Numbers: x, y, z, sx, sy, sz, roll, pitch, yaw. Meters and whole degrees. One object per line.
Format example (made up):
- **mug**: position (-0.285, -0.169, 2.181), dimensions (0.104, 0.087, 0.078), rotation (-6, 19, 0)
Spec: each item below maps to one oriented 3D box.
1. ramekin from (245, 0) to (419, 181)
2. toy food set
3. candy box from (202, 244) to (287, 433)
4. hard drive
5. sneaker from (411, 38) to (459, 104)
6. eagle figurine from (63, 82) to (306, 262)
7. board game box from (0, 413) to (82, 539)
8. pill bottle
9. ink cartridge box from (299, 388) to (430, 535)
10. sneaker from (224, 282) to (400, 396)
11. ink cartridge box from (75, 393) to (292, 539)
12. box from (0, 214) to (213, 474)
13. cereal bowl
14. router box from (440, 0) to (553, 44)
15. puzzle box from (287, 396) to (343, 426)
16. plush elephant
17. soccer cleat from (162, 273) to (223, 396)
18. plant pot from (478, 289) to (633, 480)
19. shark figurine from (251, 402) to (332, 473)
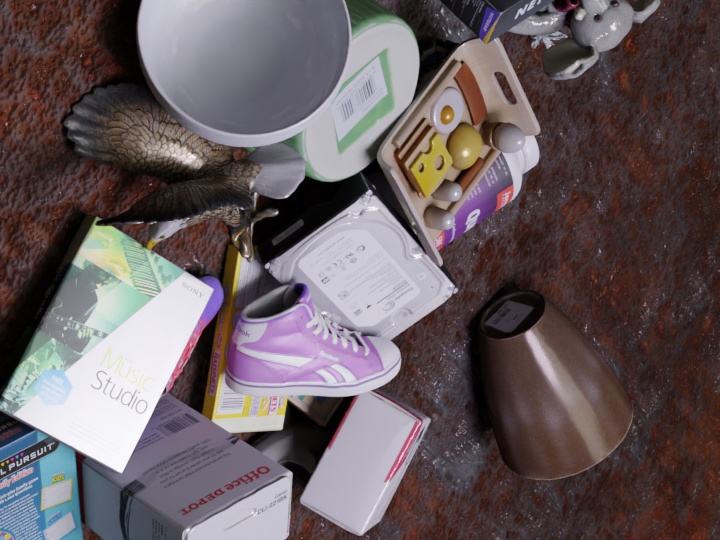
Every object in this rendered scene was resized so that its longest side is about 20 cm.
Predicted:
- **ramekin**: position (-0.031, -0.187, 1.701), dimensions (0.199, 0.097, 0.201), rotation (-36, 144, -32)
- **toy food set**: position (0.106, -0.125, 1.773), dimensions (0.201, 0.060, 0.144), rotation (-53, 135, -24)
- **candy box**: position (-0.111, 0.073, 1.813), dimensions (0.102, 0.026, 0.202), rotation (0, 104, -45)
- **hard drive**: position (0.000, 0.000, 1.805), dimensions (0.139, 0.038, 0.200), rotation (-34, 135, 9)
- **sneaker**: position (0.049, -0.169, 1.851), dimensions (0.199, 0.078, 0.090), rotation (-36, 133, -32)
- **eagle figurine**: position (-0.162, -0.079, 1.577), dimensions (0.200, 0.151, 0.152), rotation (34, 72, -52)
- **board game box**: position (-0.342, 0.239, 1.638), dimensions (0.150, 0.047, 0.202), rotation (-27, 129, -39)
- **pill bottle**: position (0.101, -0.099, 1.901), dimensions (0.199, 0.112, 0.113), rotation (-33, 135, -20)
- **ink cartridge box**: position (0.009, 0.214, 1.950), dimensions (0.149, 0.085, 0.200), rotation (-63, 172, 0)
- **sneaker**: position (-0.038, 0.068, 1.776), dimensions (0.199, 0.073, 0.115), rotation (-4, 120, -29)
- **ink cartridge box**: position (-0.184, 0.217, 1.689), dimensions (0.144, 0.199, 0.085), rotation (-24, 128, -40)
- **box**: position (-0.242, 0.070, 1.607), dimensions (0.144, 0.036, 0.202), rotation (32, 75, -28)
- **cereal bowl**: position (-0.108, -0.204, 1.569), dimensions (0.201, 0.199, 0.083), rotation (-51, 175, -17)
- **router box**: position (0.149, -0.346, 1.800), dimensions (0.199, 0.157, 0.052), rotation (-35, 163, -32)
- **puzzle box**: position (-0.030, 0.061, 1.913), dimensions (0.133, 0.025, 0.201), rotation (40, 78, -43)
- **plush elephant**: position (0.242, -0.308, 1.938), dimensions (0.165, 0.154, 0.201), rotation (-48, 140, -20)
- **soccer cleat**: position (-0.197, 0.085, 1.702), dimensions (0.200, 0.073, 0.069), rotation (-44, 139, -25)
- **plant pot**: position (0.228, 0.130, 2.185), dimensions (0.187, 0.186, 0.201), rotation (-44, 124, -24)
- **shark figurine**: position (-0.096, 0.227, 1.900), dimensions (0.214, 0.089, 0.129), rotation (-40, 136, -32)
